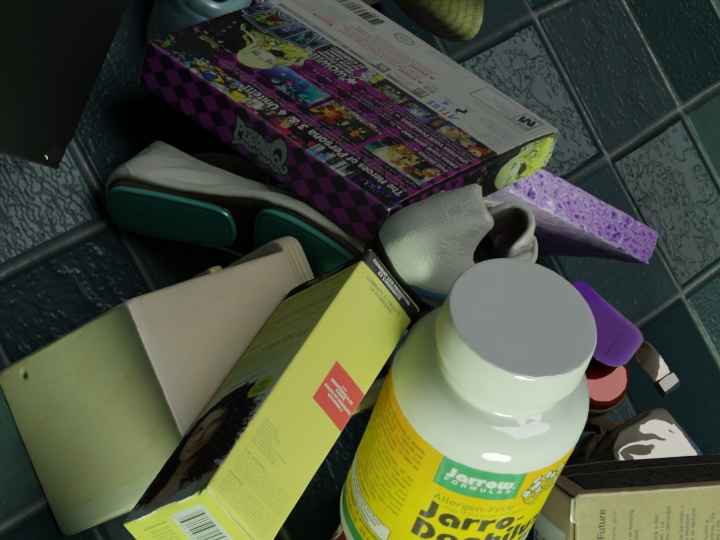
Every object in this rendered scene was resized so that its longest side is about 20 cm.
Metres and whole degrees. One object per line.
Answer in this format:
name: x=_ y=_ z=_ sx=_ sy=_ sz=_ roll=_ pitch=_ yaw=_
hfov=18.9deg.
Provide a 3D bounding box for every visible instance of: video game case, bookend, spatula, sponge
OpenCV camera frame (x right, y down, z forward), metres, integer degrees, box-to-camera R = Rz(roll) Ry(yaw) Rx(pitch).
video game case: x=-0.005 y=-0.102 z=1.340 sx=0.200 sy=0.036 sz=0.181 roll=35 pitch=37 yaw=24
bookend: x=-0.217 y=-0.194 z=1.264 sx=0.092 sy=0.199 sz=0.200 roll=14 pitch=105 yaw=-40
spatula: x=0.103 y=0.004 z=1.492 sx=0.200 sy=0.021 sz=0.057 roll=29 pitch=39 yaw=12
sponge: x=0.106 y=-0.051 z=1.508 sx=0.200 sy=0.111 sz=0.030 roll=26 pitch=78 yaw=-41

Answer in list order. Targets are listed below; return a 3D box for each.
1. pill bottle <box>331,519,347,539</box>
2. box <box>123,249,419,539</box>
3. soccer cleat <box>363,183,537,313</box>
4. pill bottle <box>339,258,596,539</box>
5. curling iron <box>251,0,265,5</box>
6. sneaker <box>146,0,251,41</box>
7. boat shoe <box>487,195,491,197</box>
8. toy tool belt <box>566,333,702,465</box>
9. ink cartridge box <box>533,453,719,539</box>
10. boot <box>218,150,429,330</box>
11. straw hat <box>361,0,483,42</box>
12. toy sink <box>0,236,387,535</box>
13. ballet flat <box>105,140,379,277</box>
pill bottle: x=0.035 y=0.181 z=1.336 sx=0.110 sy=0.109 sz=0.200 roll=47 pitch=44 yaw=-18
box: x=-0.043 y=0.075 z=1.146 sx=0.050 sy=0.075 sz=0.200 roll=50 pitch=43 yaw=-15
soccer cleat: x=0.078 y=0.001 z=1.274 sx=0.070 sy=0.086 sz=0.200 roll=65 pitch=16 yaw=21
pill bottle: x=0.063 y=0.088 z=1.215 sx=0.112 sy=0.200 sz=0.113 roll=9 pitch=48 yaw=-11
curling iron: x=-0.013 y=-0.133 z=1.503 sx=0.200 sy=0.026 sz=0.050 roll=49 pitch=41 yaw=-16
sneaker: x=-0.086 y=-0.225 z=1.426 sx=0.074 sy=0.082 sz=0.200 roll=18 pitch=57 yaw=-20
boat shoe: x=0.000 y=-0.076 z=1.417 sx=0.200 sy=0.070 sz=0.066 roll=25 pitch=10 yaw=6
toy tool belt: x=0.187 y=0.153 z=1.521 sx=0.125 sy=0.123 sz=0.200 roll=-33 pitch=85 yaw=-25
ink cartridge box: x=0.195 y=0.225 z=1.400 sx=0.164 sy=0.075 sz=0.201 roll=-1 pitch=101 yaw=-16
boot: x=0.000 y=0.000 z=1.379 sx=0.200 sy=0.064 sz=0.186 roll=30 pitch=10 yaw=-36
straw hat: x=-0.006 y=-0.218 z=1.477 sx=0.085 sy=0.201 sz=0.201 roll=-30 pitch=94 yaw=-16
toy sink: x=-0.086 y=0.059 z=1.262 sx=0.200 sy=0.130 sz=0.112 roll=-18 pitch=84 yaw=-47
ballet flat: x=-0.057 y=-0.035 z=1.306 sx=0.200 sy=0.070 sz=0.069 roll=19 pitch=43 yaw=16
